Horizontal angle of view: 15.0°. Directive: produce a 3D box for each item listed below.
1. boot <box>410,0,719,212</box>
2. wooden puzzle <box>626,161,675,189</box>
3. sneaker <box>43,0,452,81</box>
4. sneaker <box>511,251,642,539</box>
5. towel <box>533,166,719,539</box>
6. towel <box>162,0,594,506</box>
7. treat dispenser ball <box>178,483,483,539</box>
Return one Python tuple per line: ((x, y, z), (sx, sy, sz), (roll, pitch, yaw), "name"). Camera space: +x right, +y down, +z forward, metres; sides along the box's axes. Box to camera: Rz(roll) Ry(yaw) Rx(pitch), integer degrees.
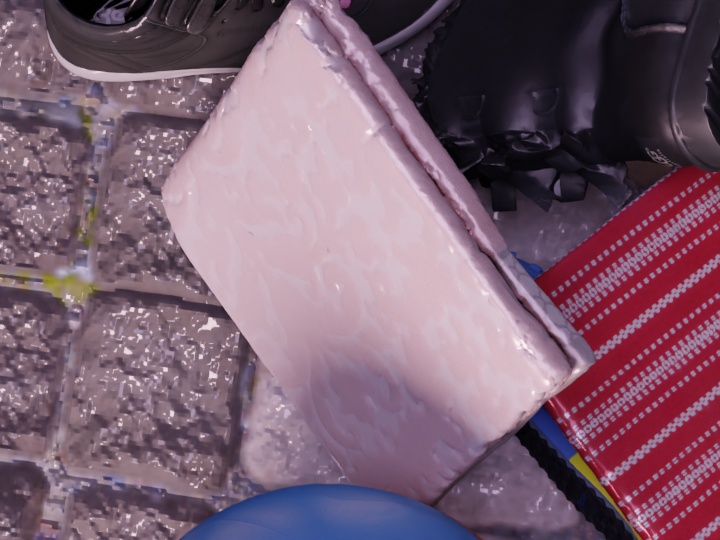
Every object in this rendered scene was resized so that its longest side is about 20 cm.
((0.116, -0.117, 1.188), (0.162, 0.073, 0.199), (-2, 59, 43), "boot")
((0.228, -0.106, 1.199), (0.184, 0.037, 0.201), (20, 92, 24), "wooden puzzle")
((-0.051, -0.128, 1.219), (0.199, 0.099, 0.071), (-9, 82, 5), "sneaker")
((0.084, 0.030, 1.208), (0.078, 0.066, 0.200), (-41, 82, -9), "sneaker")
((0.162, 0.060, 1.171), (0.144, 0.022, 0.200), (-37, 92, -19), "towel")
((0.000, 0.000, 1.156), (0.032, 0.200, 0.191), (-32, 82, -30), "towel")
((-0.012, 0.189, 1.131), (0.200, 0.201, 0.202), (-1, 84, 7), "treat dispenser ball")
